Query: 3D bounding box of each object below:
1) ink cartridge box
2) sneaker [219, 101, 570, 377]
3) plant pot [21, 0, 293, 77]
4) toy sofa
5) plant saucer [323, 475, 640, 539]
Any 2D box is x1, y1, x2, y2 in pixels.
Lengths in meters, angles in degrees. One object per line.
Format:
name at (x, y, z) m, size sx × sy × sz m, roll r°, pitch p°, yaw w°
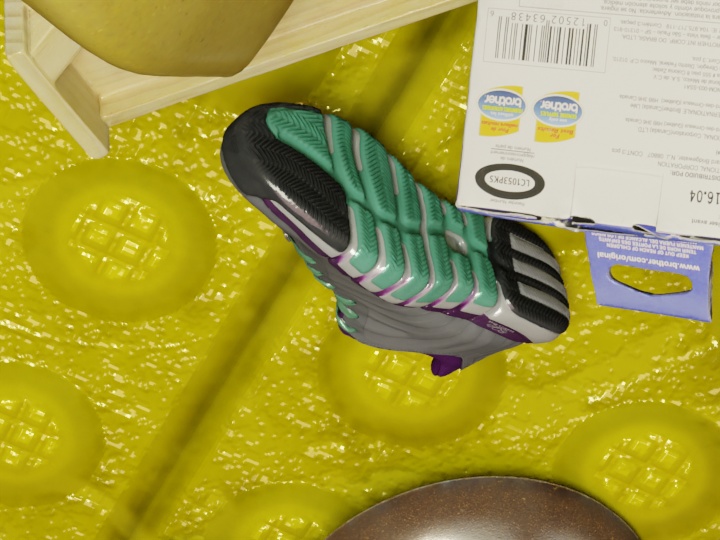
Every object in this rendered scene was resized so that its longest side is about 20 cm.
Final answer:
ink cartridge box at (0.115, -0.082, 0.886) m, size 0.136 × 0.076 × 0.200 m, roll 8°, pitch 94°, yaw 28°
sneaker at (0.000, 0.000, 1.005) m, size 0.087 × 0.075 × 0.200 m, roll -33°, pitch 135°, yaw 32°
plant pot at (-0.093, -0.185, 0.776) m, size 0.195 × 0.200 × 0.194 m, roll 37°, pitch 106°, yaw 3°
toy sofa at (-0.044, -0.131, 0.944) m, size 0.200 × 0.098 × 0.083 m, roll -18°, pitch 146°, yaw 14°
plant saucer at (0.054, 0.189, 1.155) m, size 0.200 × 0.032 × 0.201 m, roll -4°, pitch 124°, yaw -6°
